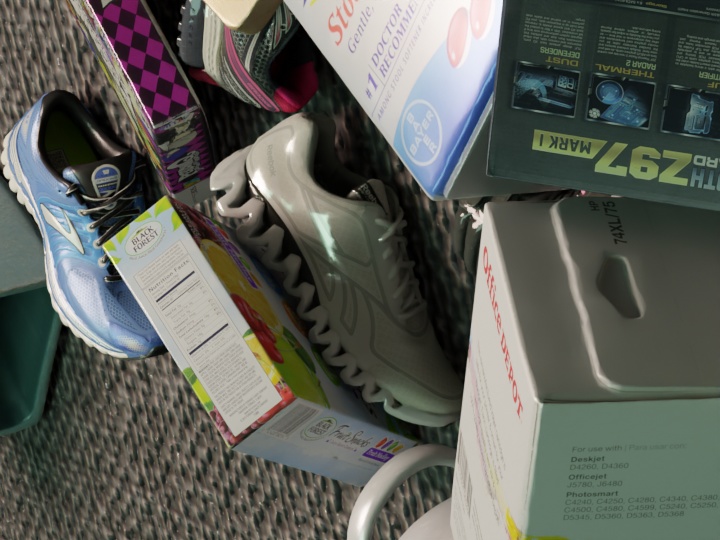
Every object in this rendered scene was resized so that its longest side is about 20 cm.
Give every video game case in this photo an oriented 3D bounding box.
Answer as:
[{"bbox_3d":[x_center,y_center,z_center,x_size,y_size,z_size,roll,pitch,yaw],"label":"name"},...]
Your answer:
[{"bbox_3d":[-0.149,-0.150,1.525,0.201,0.036,0.181,61,174,12],"label":"video game case"}]

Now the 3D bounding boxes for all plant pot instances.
[{"bbox_3d":[-0.353,0.007,1.878,0.201,0.195,0.196,61,150,28],"label":"plant pot"}]

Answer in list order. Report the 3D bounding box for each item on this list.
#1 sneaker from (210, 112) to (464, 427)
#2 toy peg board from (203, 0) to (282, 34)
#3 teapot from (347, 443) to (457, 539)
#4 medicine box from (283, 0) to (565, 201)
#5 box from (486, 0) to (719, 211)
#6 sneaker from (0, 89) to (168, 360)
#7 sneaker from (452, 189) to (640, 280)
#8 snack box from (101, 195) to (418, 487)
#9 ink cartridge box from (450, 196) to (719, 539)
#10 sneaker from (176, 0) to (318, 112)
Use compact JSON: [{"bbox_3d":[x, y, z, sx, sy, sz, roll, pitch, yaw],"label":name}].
[{"bbox_3d":[0.000,0.000,1.416,0.081,0.075,0.200,-39,85,21],"label":"sneaker"},{"bbox_3d":[-0.082,-0.262,1.259,0.200,0.098,0.200,48,111,30],"label":"toy peg board"},{"bbox_3d":[0.062,0.218,1.375,0.201,0.145,0.198,57,148,20],"label":"teapot"},{"bbox_3d":[0.055,-0.165,1.138,0.200,0.102,0.183,54,134,33],"label":"medicine box"},{"bbox_3d":[0.155,-0.099,1.002,0.199,0.051,0.158,9,126,7],"label":"box"},{"bbox_3d":[-0.177,-0.032,1.670,0.201,0.078,0.089,60,151,15],"label":"sneaker"},{"bbox_3d":[0.099,-0.030,1.232,0.099,0.070,0.200,54,149,20],"label":"sneaker"},{"bbox_3d":[-0.053,0.044,1.427,0.143,0.053,0.200,57,-169,21],"label":"snack box"},{"bbox_3d":[0.127,0.087,1.141,0.147,0.145,0.201,-100,11,-52],"label":"ink cartridge box"},{"bbox_3d":[-0.050,-0.177,1.385,0.074,0.081,0.201,30,142,24],"label":"sneaker"}]
